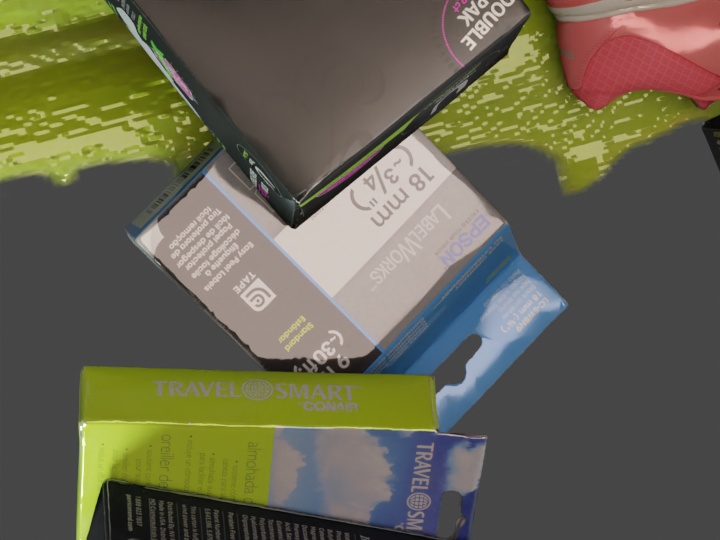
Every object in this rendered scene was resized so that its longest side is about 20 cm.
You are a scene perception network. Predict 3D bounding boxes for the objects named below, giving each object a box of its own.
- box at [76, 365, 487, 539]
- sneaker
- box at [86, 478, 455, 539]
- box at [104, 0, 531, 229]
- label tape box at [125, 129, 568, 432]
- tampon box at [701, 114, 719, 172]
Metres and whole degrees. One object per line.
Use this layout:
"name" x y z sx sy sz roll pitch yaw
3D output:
"box" -0.043 0.106 1.456 0.199 0.048 0.122 2 132 -5
"sneaker" 0.195 -0.131 1.526 0.199 0.074 0.087 -8 109 -6
"box" -0.053 0.229 1.431 0.196 0.124 0.200 10 119 -13
"box" -0.038 -0.145 1.389 0.148 0.124 0.200 -39 88 -5
"label tape box" 0.000 0.000 1.491 0.200 0.063 0.144 45 86 -10
"tampon box" 0.296 -0.014 1.514 0.150 0.126 0.201 -24 98 -9
